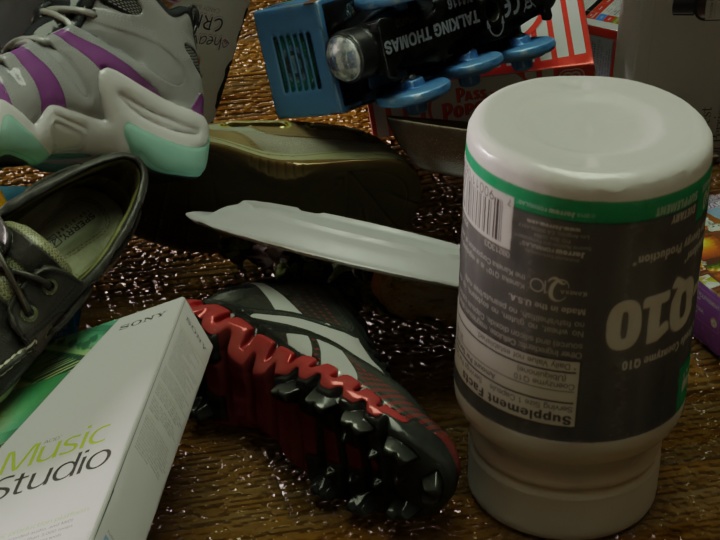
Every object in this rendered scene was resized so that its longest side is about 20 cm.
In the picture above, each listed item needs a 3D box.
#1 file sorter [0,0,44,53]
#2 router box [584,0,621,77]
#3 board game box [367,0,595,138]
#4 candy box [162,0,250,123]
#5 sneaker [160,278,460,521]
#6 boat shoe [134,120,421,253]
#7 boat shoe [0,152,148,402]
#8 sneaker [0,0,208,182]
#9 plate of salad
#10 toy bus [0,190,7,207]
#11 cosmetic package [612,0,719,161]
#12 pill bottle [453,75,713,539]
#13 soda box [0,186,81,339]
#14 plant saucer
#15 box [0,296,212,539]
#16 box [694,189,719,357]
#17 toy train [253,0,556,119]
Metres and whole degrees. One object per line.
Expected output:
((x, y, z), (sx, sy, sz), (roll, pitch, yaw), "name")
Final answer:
((-0.276, -0.151, 1.165), (0.138, 0.200, 0.125), (14, 33, -44), "file sorter")
((0.145, -0.207, 1.492), (0.179, 0.049, 0.200), (16, 34, 24), "router box")
((0.075, -0.182, 1.375), (0.151, 0.046, 0.201), (-7, 48, 3), "board game box")
((-0.136, -0.166, 1.225), (0.136, 0.201, 0.061), (6, 17, -46), "candy box")
((-0.015, 0.056, 1.015), (0.200, 0.071, 0.098), (26, 41, 38), "sneaker")
((-0.066, -0.055, 1.210), (0.199, 0.074, 0.066), (5, 26, -15), "boat shoe")
((-0.168, 0.002, 0.977), (0.072, 0.066, 0.201), (39, 42, 1), "boat shoe")
((-0.170, -0.124, 1.082), (0.199, 0.141, 0.078), (4, -5, -43), "sneaker")
((0.000, 0.000, 1.102), (0.199, 0.048, 0.200), (12, 5, -1), "plate of salad")
((-0.245, 0.035, 0.997), (0.065, 0.079, 0.200), (-2, 34, 35), "toy bus")
((0.208, -0.165, 1.273), (0.082, 0.201, 0.051), (-1, 31, -5), "cosmetic package")
((0.102, 0.019, 0.955), (0.113, 0.201, 0.113), (1, 31, 0), "pill bottle")
((-0.255, -0.005, 1.117), (0.199, 0.064, 0.068), (-1, 30, -2), "soda box")
((0.113, -0.067, 1.209), (0.199, 0.032, 0.200), (7, 5, -1), "plant saucer")
((-0.154, 0.095, 0.926), (0.144, 0.036, 0.200), (-19, 24, 17), "box")
((0.265, -0.008, 1.167), (0.199, 0.039, 0.137), (-14, 34, -24), "box")
((0.033, -0.150, 1.235), (0.114, 0.087, 0.200), (1, 19, 43), "toy train")
